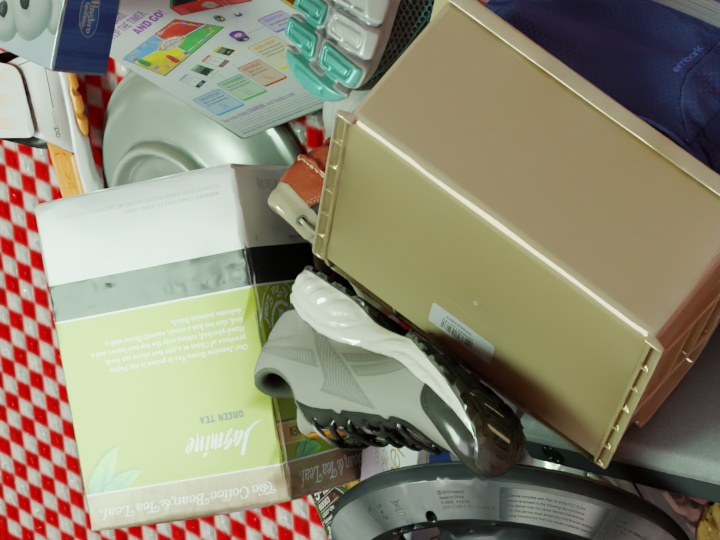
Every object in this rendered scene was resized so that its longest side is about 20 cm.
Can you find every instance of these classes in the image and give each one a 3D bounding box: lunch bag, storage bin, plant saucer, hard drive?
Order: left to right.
[{"bbox_3d":[-0.110,-0.040,1.812,0.200,0.050,0.200,25,131,33],"label":"plant saucer"},{"bbox_3d":[0.085,-0.014,1.407,0.200,0.094,0.199,36,159,10],"label":"storage bin"},{"bbox_3d":[0.148,-0.098,1.447,0.200,0.132,0.136,26,153,34],"label":"lunch bag"},{"bbox_3d":[0.199,0.060,1.491,0.200,0.140,0.033,11,146,42],"label":"hard drive"}]

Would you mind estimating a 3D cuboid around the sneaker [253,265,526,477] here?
[{"bbox_3d":[0.014,0.070,1.462,0.074,0.079,0.200,38,176,-39],"label":"sneaker"}]

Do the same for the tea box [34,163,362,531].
[{"bbox_3d":[-0.079,0.042,1.647,0.134,0.200,0.197,-10,90,21],"label":"tea box"}]

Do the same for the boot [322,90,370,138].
[{"bbox_3d":[0.053,-0.032,1.637,0.200,0.074,0.096,55,172,-24],"label":"boot"}]

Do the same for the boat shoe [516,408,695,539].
[{"bbox_3d":[0.130,0.134,1.600,0.200,0.067,0.074,47,144,0],"label":"boat shoe"}]

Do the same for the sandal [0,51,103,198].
[{"bbox_3d":[-0.216,-0.087,1.851,0.079,0.059,0.207,-9,98,70],"label":"sandal"}]

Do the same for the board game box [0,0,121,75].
[{"bbox_3d":[-0.194,-0.230,1.566,0.199,0.043,0.200,25,106,46],"label":"board game box"}]

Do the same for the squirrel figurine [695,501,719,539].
[{"bbox_3d":[0.283,0.173,1.466,0.200,0.186,0.142,-124,29,-51],"label":"squirrel figurine"}]

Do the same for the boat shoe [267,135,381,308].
[{"bbox_3d":[0.000,0.000,1.598,0.071,0.063,0.200,37,162,36],"label":"boat shoe"}]

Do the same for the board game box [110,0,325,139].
[{"bbox_3d":[-0.091,-0.157,1.628,0.200,0.040,0.153,31,148,-33],"label":"board game box"}]

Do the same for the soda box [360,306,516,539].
[{"bbox_3d":[0.044,0.108,1.597,0.064,0.068,0.200,50,147,43],"label":"soda box"}]

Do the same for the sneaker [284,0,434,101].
[{"bbox_3d":[0.029,-0.188,1.554,0.078,0.091,0.200,36,108,30],"label":"sneaker"}]

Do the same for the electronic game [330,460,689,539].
[{"bbox_3d":[0.083,0.151,1.516,0.200,0.042,0.200,7,154,4],"label":"electronic game"}]

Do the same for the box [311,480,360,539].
[{"bbox_3d":[0.035,0.123,1.741,0.200,0.038,0.137,-47,60,50],"label":"box"}]
